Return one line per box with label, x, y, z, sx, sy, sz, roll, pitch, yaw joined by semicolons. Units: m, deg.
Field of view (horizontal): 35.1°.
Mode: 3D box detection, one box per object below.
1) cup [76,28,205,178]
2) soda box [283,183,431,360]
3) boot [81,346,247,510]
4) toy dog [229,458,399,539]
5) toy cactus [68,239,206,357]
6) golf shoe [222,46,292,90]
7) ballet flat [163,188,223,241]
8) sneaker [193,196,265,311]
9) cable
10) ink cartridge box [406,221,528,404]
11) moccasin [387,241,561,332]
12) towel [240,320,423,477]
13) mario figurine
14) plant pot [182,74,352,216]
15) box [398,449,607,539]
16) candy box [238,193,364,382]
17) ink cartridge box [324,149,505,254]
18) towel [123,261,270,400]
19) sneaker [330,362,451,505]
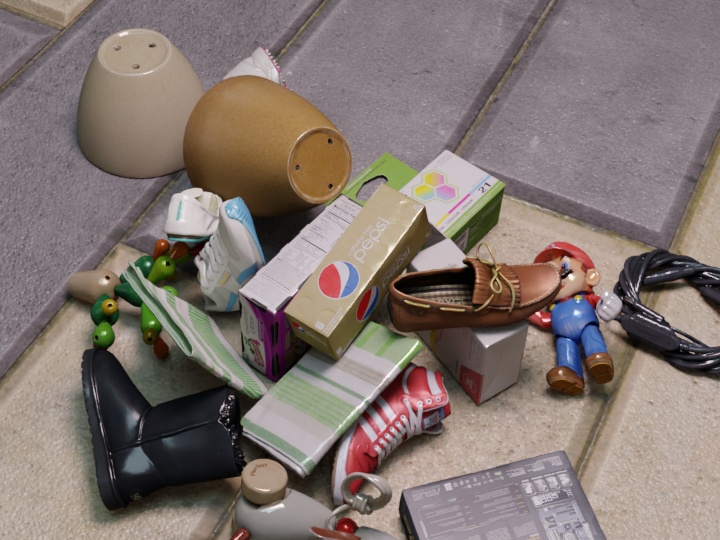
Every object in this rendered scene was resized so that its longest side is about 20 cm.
cup;-0.309;-0.252;1.602;0.198;0.144;0.202;1;49;-1
soda box;0.000;0.000;1.322;0.067;0.064;0.201;28;70;25
boot;-0.220;0.159;1.285;0.166;0.077;0.202;-16;58;-2
toy dog;-0.060;0.278;1.180;0.198;0.133;0.097;3;34;25
toy cactus;-0.286;0.029;1.414;0.163;0.103;0.201;6;49;29
golf shoe;-0.134;-0.236;1.652;0.091;0.076;0.201;-28;52;-5
ballet flat;-0.198;-0.069;1.424;0.069;0.200;0.070;0;92;6
sneaker;-0.157;-0.010;1.365;0.080;0.201;0.077;-13;58;-11
cable;0.418;0.050;1.440;0.198;0.051;0.163;23;48;20
ink cartridge box;0.112;0.047;1.379;0.067;0.117;0.200;-25;54;-21
moccasin;0.128;0.018;1.276;0.199;0.078;0.074;-3;50;-3
towel;-0.034;0.138;1.292;0.200;0.031;0.149;-44;34;-18
mario figurine;0.248;0.044;1.396;0.122;0.107;0.202;-3;51;-2
plant pot;-0.099;-0.147;1.442;0.185;0.188;0.199;-30;27;-25
box;0.157;0.290;1.217;0.198;0.051;0.159;-12;51;-13
candy box;-0.063;0.020;1.383;0.061;0.137;0.200;31;54;22
ink cartridge box;0.070;-0.099;1.528;0.199;0.076;0.148;34;56;22
towel;-0.183;0.075;1.301;0.023;0.200;0.153;-43;60;-1
sneaker;0.038;0.185;1.290;0.111;0.072;0.201;15;55;7
